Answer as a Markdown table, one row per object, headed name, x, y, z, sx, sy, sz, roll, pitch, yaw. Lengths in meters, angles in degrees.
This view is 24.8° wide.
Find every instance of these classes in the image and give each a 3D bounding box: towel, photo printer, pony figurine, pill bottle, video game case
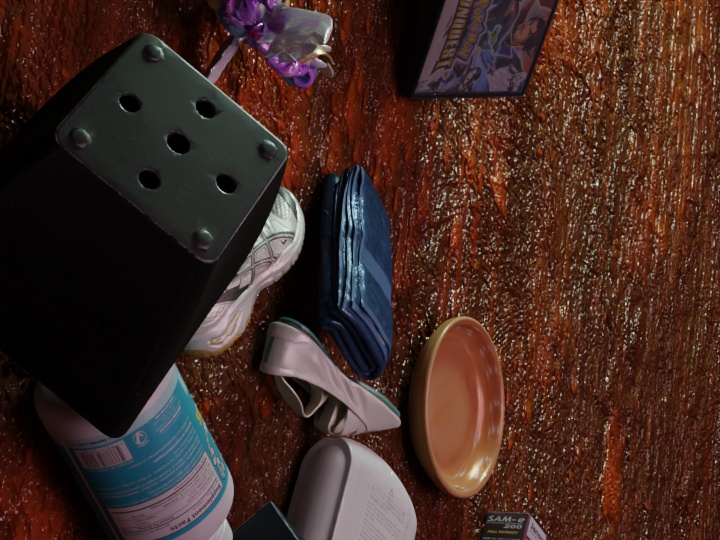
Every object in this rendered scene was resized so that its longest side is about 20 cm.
| name | x | y | z | sx | sy | sz | roll | pitch | yaw |
| --- | --- | --- | --- | --- | --- | --- | --- | --- | --- |
| towel | 0.000 | 0.000 | 1.597 | 0.201 | 0.048 | 0.112 | -90 | 157 | -43 |
| photo printer | -0.013 | 0.272 | 1.592 | 0.167 | 0.069 | 0.202 | 49 | 47 | -47 |
| pony figurine | -0.099 | -0.226 | 1.421 | 0.201 | 0.165 | 0.193 | 59 | 30 | -16 |
| pill bottle | -0.168 | 0.150 | 1.288 | 0.111 | 0.110 | 0.201 | -59 | 137 | -44 |
| video game case | 0.143 | -0.282 | 1.795 | 0.179 | 0.025 | 0.202 | -6 | 125 | -40 |

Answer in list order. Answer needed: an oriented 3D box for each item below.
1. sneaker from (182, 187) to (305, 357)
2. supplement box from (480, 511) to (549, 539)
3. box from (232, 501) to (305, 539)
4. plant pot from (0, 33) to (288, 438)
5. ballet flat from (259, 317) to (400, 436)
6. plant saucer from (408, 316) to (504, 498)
| name | x | y | z | sx | sy | sz | roll | pitch | yaw |
| --- | --- | --- | --- | --- | --- | --- | --- | --- | --- |
| sneaker | -0.112 | -0.020 | 1.432 | 0.088 | 0.075 | 0.201 | 64 | 37 | -35 |
| supplement box | 0.171 | 0.397 | 1.918 | 0.109 | 0.060 | 0.202 | 52 | 44 | -45 |
| box | -0.068 | 0.321 | 1.396 | 0.148 | 0.104 | 0.200 | -40 | 133 | -5 |
| plant pot | -0.167 | -0.042 | 1.156 | 0.199 | 0.177 | 0.201 | 39 | 46 | -7 |
| ballet flat | -0.035 | 0.120 | 1.579 | 0.200 | 0.069 | 0.070 | 45 | 51 | -42 |
| plant saucer | 0.105 | 0.153 | 1.840 | 0.200 | 0.037 | 0.203 | 4 | 86 | -60 |
